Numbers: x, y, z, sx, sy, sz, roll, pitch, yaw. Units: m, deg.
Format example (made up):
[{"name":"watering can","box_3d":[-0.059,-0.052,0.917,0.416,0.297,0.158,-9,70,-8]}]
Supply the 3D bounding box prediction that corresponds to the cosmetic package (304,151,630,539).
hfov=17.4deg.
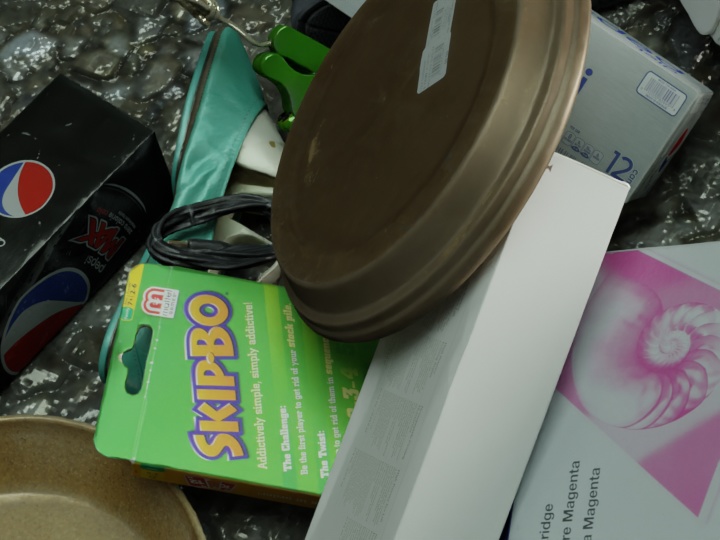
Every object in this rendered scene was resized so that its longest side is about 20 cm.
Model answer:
[{"name":"cosmetic package","box_3d":[0.042,0.047,0.978,0.051,0.083,0.201,21,89,-22]}]

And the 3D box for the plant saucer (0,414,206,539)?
[{"name":"plant saucer","box_3d":[-0.159,0.159,1.040,0.200,0.035,0.201,-5,56,8]}]

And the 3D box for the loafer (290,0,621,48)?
[{"name":"loafer","box_3d":[0.059,-0.163,1.194,0.199,0.072,0.063,-13,51,6]}]

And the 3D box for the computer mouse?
[{"name":"computer mouse","box_3d":[0.000,0.000,1.091,0.199,0.034,0.059,8,50,-6]}]

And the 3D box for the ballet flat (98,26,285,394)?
[{"name":"ballet flat","box_3d":[-0.065,-0.023,1.130,0.070,0.067,0.201,12,64,7]}]

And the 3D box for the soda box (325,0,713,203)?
[{"name":"soda box","box_3d":[0.066,-0.113,1.114,0.200,0.068,0.064,35,102,10]}]

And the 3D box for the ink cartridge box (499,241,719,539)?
[{"name":"ink cartridge box","box_3d":[0.110,0.085,0.956,0.200,0.043,0.197,-6,61,30]}]

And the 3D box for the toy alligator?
[{"name":"toy alligator","box_3d":[-0.012,-0.079,1.130,0.200,0.059,0.054,20,92,-16]}]

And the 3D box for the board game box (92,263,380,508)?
[{"name":"board game box","box_3d":[-0.013,0.059,1.050,0.199,0.030,0.096,11,66,-4]}]

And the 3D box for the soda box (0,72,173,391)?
[{"name":"soda box","box_3d":[-0.179,0.003,1.130,0.071,0.063,0.200,32,68,26]}]

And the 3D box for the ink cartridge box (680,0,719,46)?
[{"name":"ink cartridge box","box_3d":[0.240,-0.197,1.140,0.199,0.086,0.147,-9,54,-20]}]

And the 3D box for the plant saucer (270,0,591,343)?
[{"name":"plant saucer","box_3d":[0.022,-0.065,1.005,0.200,0.029,0.200,-41,33,34]}]
